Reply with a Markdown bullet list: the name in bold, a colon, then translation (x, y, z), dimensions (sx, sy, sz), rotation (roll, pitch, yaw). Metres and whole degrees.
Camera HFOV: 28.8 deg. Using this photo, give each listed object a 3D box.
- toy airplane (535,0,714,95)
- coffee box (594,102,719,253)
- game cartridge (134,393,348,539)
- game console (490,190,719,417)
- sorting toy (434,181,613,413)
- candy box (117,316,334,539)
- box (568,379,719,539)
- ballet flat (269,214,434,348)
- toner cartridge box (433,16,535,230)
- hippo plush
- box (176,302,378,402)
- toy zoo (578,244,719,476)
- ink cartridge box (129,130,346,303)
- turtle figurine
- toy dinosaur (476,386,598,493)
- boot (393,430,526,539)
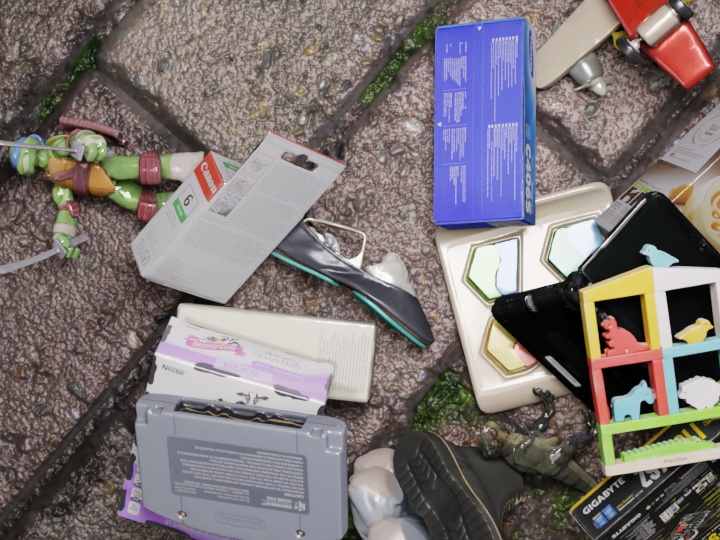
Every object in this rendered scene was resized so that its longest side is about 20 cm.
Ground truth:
- **toy airplane**: translation (0.271, -0.266, 1.372), dimensions (0.199, 0.141, 0.200), rotation (5, 77, 38)
- **coffee box**: translation (0.345, -0.069, 1.364), dimensions (0.200, 0.080, 0.114), rotation (-44, 112, 2)
- **game cartridge**: translation (-0.108, 0.186, 1.292), dimensions (0.199, 0.040, 0.134), rotation (7, 114, 14)
- **game console**: translation (0.259, 0.043, 1.343), dimensions (0.200, 0.176, 0.117), rotation (42, 57, -22)
- **sorting toy**: translation (0.185, 0.028, 1.408), dimensions (0.184, 0.036, 0.201), rotation (-14, 89, 2)
- **candy box**: translation (-0.132, 0.165, 1.357), dimensions (0.167, 0.072, 0.201), rotation (16, 119, -1)
- **box**: translation (0.315, 0.214, 1.349), dimensions (0.200, 0.160, 0.049), rotation (-41, 45, 2)
- **ballet flat**: translation (0.000, 0.000, 1.401), dimensions (0.200, 0.073, 0.073), rotation (32, 91, 4)
- **toner cartridge box**: translation (0.123, -0.143, 1.382), dimensions (0.095, 0.043, 0.201), rotation (-2, 82, 24)
- **hippo plush**: translation (0.011, 0.281, 1.383), dimensions (0.161, 0.160, 0.200), rotation (-35, 131, 19)
- **box**: translation (-0.085, 0.081, 1.403), dimensions (0.199, 0.068, 0.083), rotation (7, 90, 3)
- **toy zoo**: translation (0.269, 0.076, 1.257), dimensions (0.131, 0.020, 0.201), rotation (-9, 96, -2)
- **ink cartridge box**: translation (-0.119, -0.061, 1.353), dimensions (0.200, 0.109, 0.050), rotation (-47, 48, 22)
- **turtle figurine**: translation (-0.255, -0.066, 1.366), dimensions (0.193, 0.200, 0.145), rotation (8, 105, -6)
- **toy dinosaur**: translation (0.194, 0.171, 1.387), dimensions (0.200, 0.047, 0.088), rotation (28, 77, -26)
- **boot**: translation (0.128, 0.240, 1.324), dimensions (0.077, 0.138, 0.201), rotation (-41, 56, 30)
